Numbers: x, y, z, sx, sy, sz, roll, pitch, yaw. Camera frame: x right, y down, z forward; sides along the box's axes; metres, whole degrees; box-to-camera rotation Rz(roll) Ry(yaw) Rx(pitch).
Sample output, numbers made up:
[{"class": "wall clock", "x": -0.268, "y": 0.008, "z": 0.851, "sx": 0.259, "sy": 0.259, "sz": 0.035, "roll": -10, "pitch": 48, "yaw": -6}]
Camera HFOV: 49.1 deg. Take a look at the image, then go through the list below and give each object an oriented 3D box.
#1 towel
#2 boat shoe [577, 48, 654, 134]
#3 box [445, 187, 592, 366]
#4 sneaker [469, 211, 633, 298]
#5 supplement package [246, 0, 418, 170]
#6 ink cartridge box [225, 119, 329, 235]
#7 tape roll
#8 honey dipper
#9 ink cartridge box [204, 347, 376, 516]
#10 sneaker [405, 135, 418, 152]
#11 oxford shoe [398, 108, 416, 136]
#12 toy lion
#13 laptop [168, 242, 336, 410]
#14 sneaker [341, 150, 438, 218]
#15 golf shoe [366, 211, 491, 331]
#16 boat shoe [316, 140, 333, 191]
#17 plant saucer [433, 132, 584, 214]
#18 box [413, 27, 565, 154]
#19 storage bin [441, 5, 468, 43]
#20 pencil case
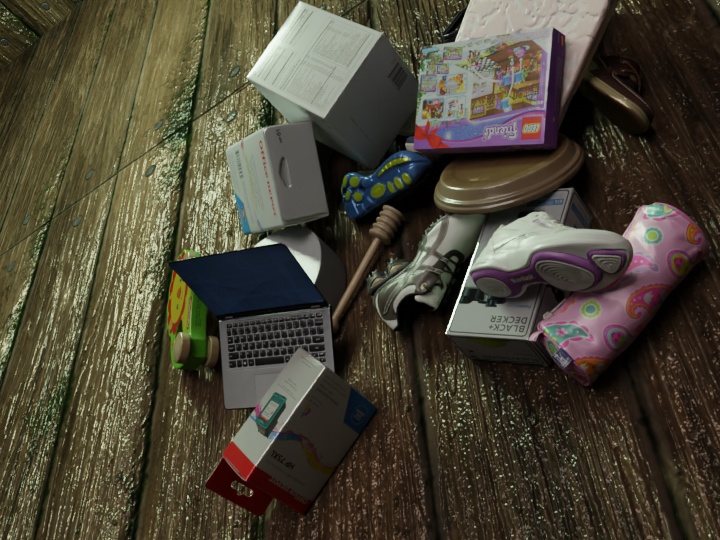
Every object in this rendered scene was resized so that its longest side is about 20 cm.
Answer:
[{"class": "towel", "x": 0.210, "y": -0.292, "z": 1.013, "sx": 0.199, "sy": 0.032, "sz": 0.194, "roll": 33, "pitch": 108, "yaw": 36}, {"class": "boat shoe", "x": 0.323, "y": -0.245, "z": 1.006, "sx": 0.072, "sy": 0.072, "sz": 0.201, "roll": -38, "pitch": 33, "yaw": 11}, {"class": "box", "x": 0.188, "y": 0.005, "z": 0.927, "sx": 0.115, "sy": 0.060, "sz": 0.203, "roll": 1, "pitch": 59, "yaw": 43}, {"class": "sneaker", "x": 0.197, "y": -0.029, "z": 0.823, "sx": 0.198, "sy": 0.075, "sz": 0.101, "roll": -7, "pitch": 47, "yaw": 54}, {"class": "supplement package", "x": -0.038, "y": -0.286, "z": 1.218, "sx": 0.199, "sy": 0.151, "sz": 0.152, "roll": 33, "pitch": 87, "yaw": 38}, {"class": "ink cartridge box", "x": -0.133, "y": -0.140, "z": 1.230, "sx": 0.083, "sy": 0.148, "sz": 0.199, "roll": -13, "pitch": 5, "yaw": -24}, {"class": "tape roll", "x": -0.118, "y": 0.035, "z": 1.184, "sx": 0.197, "sy": 0.066, "sz": 0.203, "roll": -24, "pitch": 45, "yaw": 26}, {"class": "honey dipper", "x": 0.000, "y": 0.000, "z": 1.126, "sx": 0.038, "sy": 0.038, "sz": 0.202, "roll": 16, "pitch": 72, "yaw": 48}, {"class": "ink cartridge box", "x": -0.084, "y": 0.213, "z": 0.962, "sx": 0.067, "sy": 0.116, "sz": 0.202, "roll": 26, "pitch": 78, "yaw": 49}, {"class": "sneaker", "x": 0.149, "y": -0.228, "z": 1.114, "sx": 0.196, "sy": 0.086, "sz": 0.075, "roll": -17, "pitch": 12, "yaw": 18}, {"class": "oxford shoe", "x": 0.030, "y": -0.264, "z": 1.309, "sx": 0.074, "sy": 0.059, "sz": 0.199, "roll": -30, "pitch": 46, "yaw": -27}, {"class": "toy lion", "x": -0.282, "y": 0.063, "z": 1.287, "sx": 0.191, "sy": 0.067, "sz": 0.205, "roll": -26, "pitch": 59, "yaw": 59}, {"class": "laptop", "x": -0.141, "y": 0.082, "z": 1.039, "sx": 0.184, "sy": 0.115, "sz": 0.205, "roll": -8, "pitch": 83, "yaw": 27}, {"class": "sneaker", "x": 0.039, "y": -0.125, "z": 1.175, "sx": 0.198, "sy": 0.081, "sz": 0.072, "roll": -19, "pitch": 79, "yaw": 50}, {"class": "golf shoe", "x": 0.101, "y": 0.002, "z": 1.010, "sx": 0.199, "sy": 0.077, "sz": 0.095, "roll": -42, "pitch": 46, "yaw": 20}, {"class": "boat shoe", "x": -0.088, "y": -0.206, "z": 1.350, "sx": 0.067, "sy": 0.075, "sz": 0.203, "roll": -10, "pitch": 52, "yaw": 29}, {"class": "plant saucer", "x": 0.184, "y": -0.130, "z": 1.003, "sx": 0.196, "sy": 0.030, "sz": 0.201, "roll": -19, "pitch": 23, "yaw": 8}, {"class": "box", "x": 0.159, "y": -0.223, "z": 1.006, "sx": 0.197, "sy": 0.039, "sz": 0.140, "roll": 5, "pitch": 90, "yaw": 41}, {"class": "storage bin", "x": 0.230, "y": -0.351, "z": 1.125, "sx": 0.197, "sy": 0.095, "sz": 0.136, "roll": -18, "pitch": 26, "yaw": 35}, {"class": "pencil case", "x": 0.267, "y": 0.024, "z": 0.818, "sx": 0.200, "sy": 0.087, "sz": 0.087, "roll": -47, "pitch": 39, "yaw": -1}]
